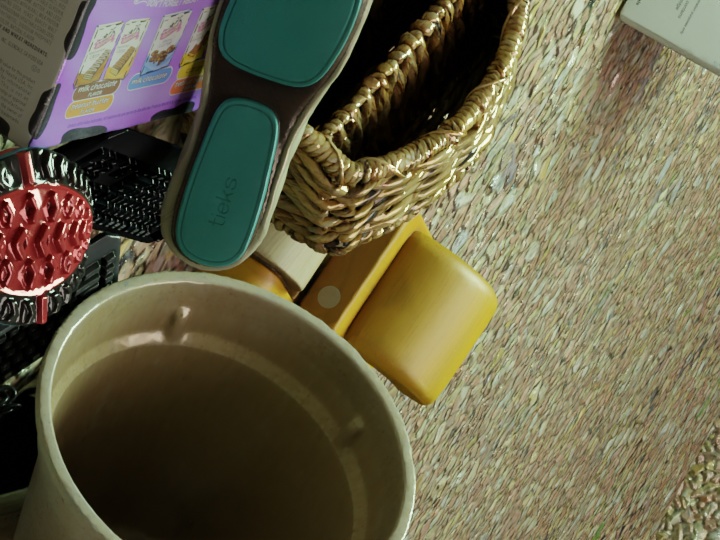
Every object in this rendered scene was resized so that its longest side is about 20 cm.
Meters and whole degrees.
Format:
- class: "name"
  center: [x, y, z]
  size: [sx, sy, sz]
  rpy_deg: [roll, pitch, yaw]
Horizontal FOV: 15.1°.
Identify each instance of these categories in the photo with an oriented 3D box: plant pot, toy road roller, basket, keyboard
- class: "plant pot"
  center: [-0.098, 0.136, 1.391]
  size: [0.200, 0.200, 0.184]
  rpy_deg: [-40, 167, -45]
- class: "toy road roller"
  center: [0.000, 0.000, 1.645]
  size: [0.123, 0.146, 0.200]
  rpy_deg: [-56, 162, -9]
- class: "basket"
  center: [0.008, -0.126, 1.475]
  size: [0.200, 0.142, 0.149]
  rpy_deg: [-48, 160, -32]
- class: "keyboard"
  center: [-0.201, 0.062, 1.343]
  size: [0.200, 0.021, 0.127]
  rpy_deg: [-34, 162, -26]
- class: "keyboard"
  center: [-0.123, -0.026, 1.370]
  size: [0.104, 0.040, 0.200]
  rpy_deg: [-23, 167, 15]

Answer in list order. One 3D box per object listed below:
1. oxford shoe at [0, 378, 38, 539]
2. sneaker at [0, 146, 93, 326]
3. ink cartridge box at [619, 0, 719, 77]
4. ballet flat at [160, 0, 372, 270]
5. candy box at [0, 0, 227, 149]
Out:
- class: "oxford shoe"
  center: [-0.148, 0.077, 1.497]
  size: [0.200, 0.070, 0.075]
  rpy_deg: [-51, 158, -23]
- class: "sneaker"
  center: [-0.201, -0.016, 1.178]
  size: [0.200, 0.095, 0.080]
  rpy_deg: [-14, 113, -51]
- class: "ink cartridge box"
  center: [0.320, -0.180, 2.128]
  size: [0.084, 0.199, 0.145]
  rpy_deg: [-61, 162, 9]
- class: "ballet flat"
  center: [-0.045, -0.095, 1.304]
  size: [0.069, 0.069, 0.201]
  rpy_deg: [-21, 142, -62]
- class: "candy box"
  center: [-0.099, -0.167, 1.243]
  size: [0.168, 0.071, 0.201]
  rpy_deg: [-20, 138, -62]
